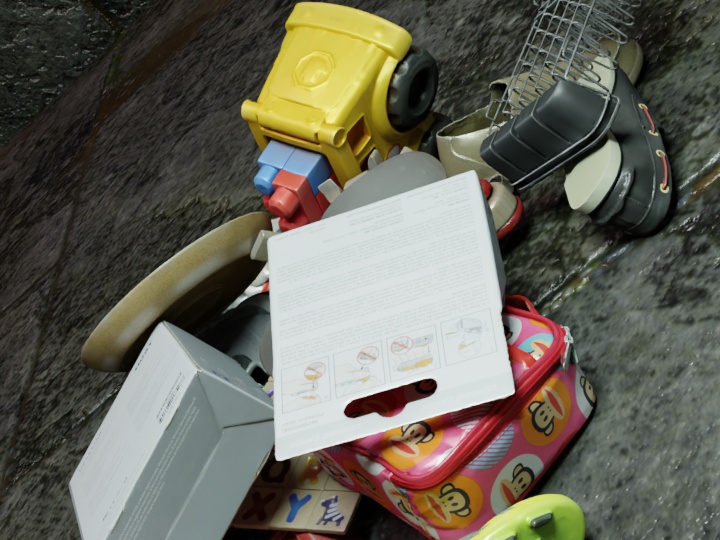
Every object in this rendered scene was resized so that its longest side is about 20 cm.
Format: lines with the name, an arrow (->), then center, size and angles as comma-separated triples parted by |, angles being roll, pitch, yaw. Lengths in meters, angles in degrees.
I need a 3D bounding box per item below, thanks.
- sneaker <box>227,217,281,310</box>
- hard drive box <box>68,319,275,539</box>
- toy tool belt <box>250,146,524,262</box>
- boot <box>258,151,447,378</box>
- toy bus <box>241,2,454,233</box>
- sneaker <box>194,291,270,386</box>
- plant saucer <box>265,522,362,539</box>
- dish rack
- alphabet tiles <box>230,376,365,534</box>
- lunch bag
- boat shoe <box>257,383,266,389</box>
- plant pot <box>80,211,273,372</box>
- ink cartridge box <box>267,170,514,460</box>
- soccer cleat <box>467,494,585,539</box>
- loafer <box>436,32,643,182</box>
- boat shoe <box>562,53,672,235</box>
sneaker -> -0.068, -0.011, 1.377 | 0.199, 0.070, 0.094 | -19, 53, 45
hard drive box -> -0.141, 0.136, 1.044 | 0.157, 0.077, 0.200 | -61, 18, 0
toy tool belt -> 0.017, -0.033, 1.127 | 0.200, 0.123, 0.125 | -36, 25, 24
boot -> 0.000, 0.000, 1.061 | 0.201, 0.073, 0.075 | -55, -22, 1
toy bus -> -0.019, -0.101, 1.232 | 0.135, 0.200, 0.193 | 17, 65, 28
sneaker -> -0.130, 0.103, 1.280 | 0.200, 0.075, 0.116 | -34, 37, 45
plant saucer -> -0.066, 0.261, 0.959 | 0.200, 0.037, 0.200 | -48, 24, -2
dish rack -> 0.161, -0.172, 1.073 | 0.201, 0.054, 0.153 | -67, 13, -20
alphabet tiles -> -0.009, 0.122, 1.036 | 0.199, 0.008, 0.168 | -3, 44, 34
lunch bag -> 0.060, 0.081, 0.953 | 0.176, 0.082, 0.200 | -44, 30, -18
boat shoe -> -0.083, 0.126, 1.150 | 0.200, 0.068, 0.072 | -40, 28, 22
plant pot -> -0.147, 0.025, 1.190 | 0.200, 0.028, 0.200 | -39, -9, -7
ink cartridge box -> 0.019, 0.036, 0.939 | 0.162, 0.057, 0.201 | -17, 49, 12
soccer cleat -> 0.047, 0.198, 0.828 | 0.200, 0.065, 0.084 | -46, 21, 3
loafer -> 0.146, -0.136, 1.172 | 0.200, 0.068, 0.076 | -39, 24, 1
boat shoe -> 0.190, -0.095, 1.059 | 0.074, 0.063, 0.202 | -57, 15, 31
